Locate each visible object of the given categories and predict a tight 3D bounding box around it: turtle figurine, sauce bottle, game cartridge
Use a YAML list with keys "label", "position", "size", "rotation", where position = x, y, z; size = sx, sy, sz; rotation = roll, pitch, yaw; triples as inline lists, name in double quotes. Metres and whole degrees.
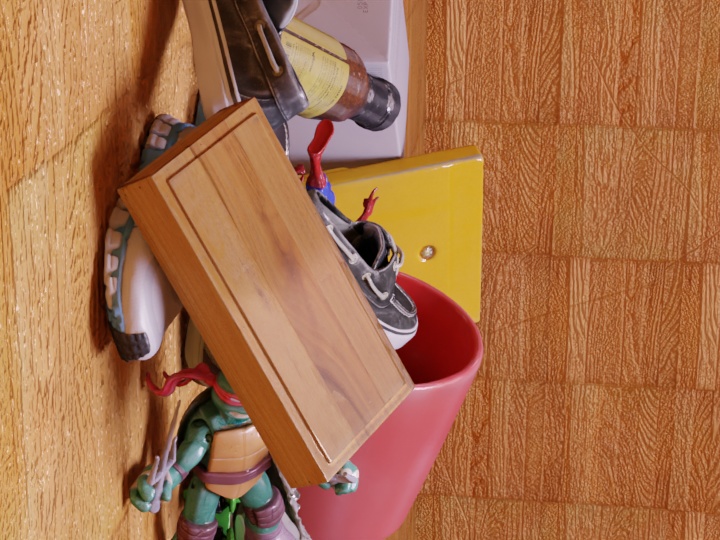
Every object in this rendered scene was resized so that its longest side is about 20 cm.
- label: "turtle figurine"
  position: [-0.078, 0.127, 1.137]
  size: [0.201, 0.148, 0.101]
  rotation: [97, -17, -44]
- label: "sauce bottle"
  position: [-0.037, -0.143, 1.296]
  size: [0.199, 0.065, 0.067]
  rotation: [21, 69, -55]
- label: "game cartridge"
  position: [0.009, -0.014, 1.534]
  size: [0.033, 0.198, 0.178]
  rotation: [-116, -160, -52]

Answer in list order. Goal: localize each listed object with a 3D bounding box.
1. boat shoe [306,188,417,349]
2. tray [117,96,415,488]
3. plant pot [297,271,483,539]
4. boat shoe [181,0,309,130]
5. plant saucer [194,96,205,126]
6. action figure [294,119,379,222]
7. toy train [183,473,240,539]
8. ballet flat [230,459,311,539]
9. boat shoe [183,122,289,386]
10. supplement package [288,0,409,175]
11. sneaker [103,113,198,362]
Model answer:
- label: "boat shoe"
  position: [0.000, 0.000, 1.330]
  size: [0.200, 0.063, 0.071]
  rotation: [35, 22, -53]
- label: "tray"
  position: [-0.050, 0.013, 1.020]
  size: [0.099, 0.037, 0.201]
  rotation: [-43, 110, -42]
- label: "plant pot"
  position: [-0.013, 0.116, 1.464]
  size: [0.201, 0.198, 0.179]
  rotation: [-75, 177, -63]
- label: "boat shoe"
  position: [-0.070, -0.162, 1.110]
  size: [0.072, 0.070, 0.202]
  rotation: [60, 13, -58]
- label: "plant saucer"
  position: [-0.090, -0.062, 1.317]
  size: [0.200, 0.036, 0.202]
  rotation: [3, 90, -83]
- label: "action figure"
  position: [-0.032, -0.064, 1.372]
  size: [0.201, 0.065, 0.100]
  rotation: [84, 20, -53]
- label: "toy train"
  position: [-0.108, 0.212, 1.253]
  size: [0.056, 0.041, 0.202]
  rotation: [111, -17, -79]
- label: "ballet flat"
  position: [-0.077, 0.180, 1.307]
  size: [0.201, 0.071, 0.072]
  rotation: [-111, -165, -51]
- label: "boat shoe"
  position: [-0.070, -0.012, 1.217]
  size: [0.073, 0.064, 0.202]
  rotation: [-8, 110, -52]
- label: "supplement package"
  position: [-0.024, -0.174, 1.476]
  size: [0.200, 0.118, 0.123]
  rotation: [78, 13, -65]
- label: "sneaker"
  position: [-0.097, -0.024, 1.048]
  size: [0.201, 0.086, 0.075]
  rotation: [-79, 171, -47]
